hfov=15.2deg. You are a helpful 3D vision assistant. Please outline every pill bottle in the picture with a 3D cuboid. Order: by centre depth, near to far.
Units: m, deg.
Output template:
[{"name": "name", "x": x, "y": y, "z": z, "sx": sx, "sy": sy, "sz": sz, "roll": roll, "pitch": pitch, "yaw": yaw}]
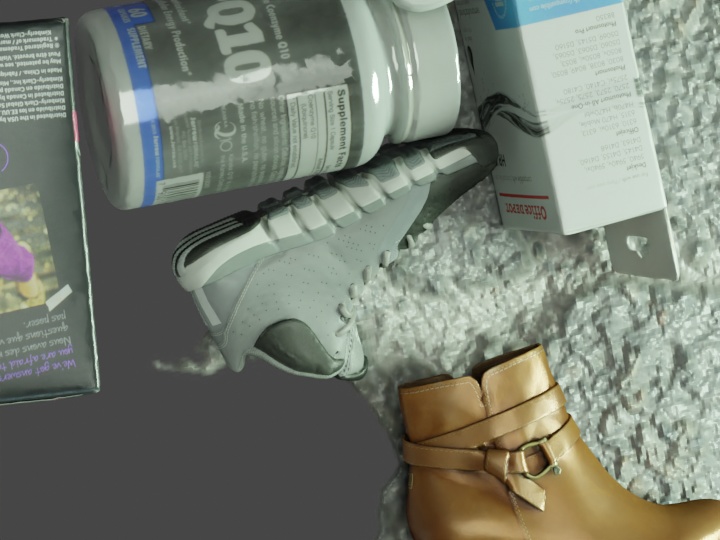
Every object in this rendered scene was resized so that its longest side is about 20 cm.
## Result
[{"name": "pill bottle", "x": -0.052, "y": -0.106, "z": 1.515, "sx": 0.199, "sy": 0.114, "sz": 0.114, "roll": -12, "pitch": 95, "yaw": -14}]

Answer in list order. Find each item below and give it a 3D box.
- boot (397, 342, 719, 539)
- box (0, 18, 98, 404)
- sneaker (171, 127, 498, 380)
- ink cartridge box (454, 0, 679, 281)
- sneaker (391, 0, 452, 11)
[{"name": "boot", "x": 0.122, "y": 0.118, "z": 1.600, "sx": 0.199, "sy": 0.077, "sz": 0.156, "roll": -13, "pitch": 92, "yaw": -6}, {"name": "box", "x": -0.209, "y": -0.031, "z": 1.466, "sx": 0.106, "sy": 0.122, "sz": 0.201, "roll": -5, "pitch": 94, "yaw": -15}, {"name": "sneaker", "x": 0.000, "y": 0.000, "z": 1.562, "sx": 0.199, "sy": 0.075, "sz": 0.116, "roll": -23, "pitch": 103, "yaw": -2}, {"name": "ink cartridge box", "x": 0.116, "y": -0.086, "z": 1.558, "sx": 0.066, "sy": 0.116, "sz": 0.201, "roll": -14, "pitch": 96, "yaw": -13}, {"name": "sneaker", "x": 0.060, "y": -0.217, "z": 1.538, "sx": 0.071, "sy": 0.099, "sz": 0.200, "roll": 28, "pitch": 69, "yaw": -6}]
